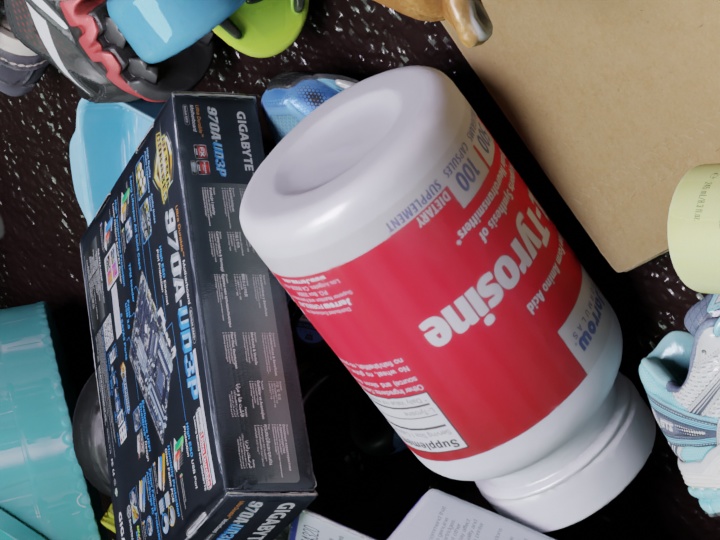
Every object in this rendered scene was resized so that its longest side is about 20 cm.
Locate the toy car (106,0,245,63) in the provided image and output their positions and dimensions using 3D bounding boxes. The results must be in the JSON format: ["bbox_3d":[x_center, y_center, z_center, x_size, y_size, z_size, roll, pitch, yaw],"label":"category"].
[{"bbox_3d":[-0.095,-0.172,0.908,0.176,0.200,0.185,-29,106,21],"label":"toy car"}]

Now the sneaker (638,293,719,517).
[{"bbox_3d":[0.173,0.035,0.923,0.087,0.077,0.200,54,147,4],"label":"sneaker"}]

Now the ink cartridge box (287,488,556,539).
[{"bbox_3d":[0.061,0.163,1.105,0.199,0.044,0.197,24,159,5],"label":"ink cartridge box"}]

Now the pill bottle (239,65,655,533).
[{"bbox_3d":[0.045,0.018,1.015,0.112,0.112,0.200,-3,131,52],"label":"pill bottle"}]

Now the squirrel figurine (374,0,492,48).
[{"bbox_3d":[0.010,-0.171,0.817,0.141,0.200,0.188,27,126,23],"label":"squirrel figurine"}]

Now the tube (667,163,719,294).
[{"bbox_3d":[0.204,-0.015,0.831,0.199,0.052,0.059,3,104,44],"label":"tube"}]

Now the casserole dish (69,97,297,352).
[{"bbox_3d":[-0.082,-0.026,1.188,0.199,0.039,0.122,29,132,43],"label":"casserole dish"}]

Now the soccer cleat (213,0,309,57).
[{"bbox_3d":[-0.083,-0.192,1.059,0.201,0.064,0.084,59,176,-16],"label":"soccer cleat"}]

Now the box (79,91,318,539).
[{"bbox_3d":[-0.082,0.040,1.085,0.159,0.046,0.201,131,135,-55],"label":"box"}]

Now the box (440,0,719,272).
[{"bbox_3d":[0.118,-0.096,0.917,0.164,0.021,0.200,55,147,-3],"label":"box"}]

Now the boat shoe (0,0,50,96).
[{"bbox_3d":[-0.244,-0.169,1.250,0.200,0.073,0.063,40,142,11],"label":"boat shoe"}]

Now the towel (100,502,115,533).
[{"bbox_3d":[-0.054,0.191,1.300,0.199,0.018,0.086,34,169,-17],"label":"towel"}]

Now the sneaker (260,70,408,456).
[{"bbox_3d":[0.000,0.000,1.087,0.078,0.090,0.201,0,119,50],"label":"sneaker"}]

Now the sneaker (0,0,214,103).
[{"bbox_3d":[-0.155,-0.166,1.143,0.098,0.071,0.201,-19,105,55],"label":"sneaker"}]

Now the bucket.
[{"bbox_3d":[-0.230,0.120,1.370,0.207,0.134,0.209,166,90,-85],"label":"bucket"}]

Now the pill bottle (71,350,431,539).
[{"bbox_3d":[-0.065,0.094,1.233,0.199,0.112,0.112,5,124,49],"label":"pill bottle"}]
